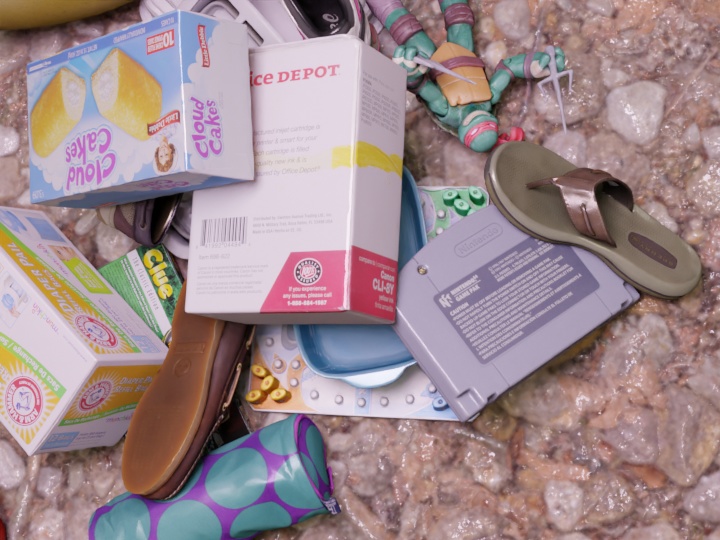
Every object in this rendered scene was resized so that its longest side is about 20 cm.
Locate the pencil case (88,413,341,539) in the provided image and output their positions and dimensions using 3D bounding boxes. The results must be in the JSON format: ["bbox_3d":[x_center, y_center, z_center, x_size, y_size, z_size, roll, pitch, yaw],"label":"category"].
[{"bbox_3d":[-0.117,0.194,0.994,0.199,0.093,0.085,-24,36,5],"label":"pencil case"}]

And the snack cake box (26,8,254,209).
[{"bbox_3d":[-0.170,-0.114,0.927,0.199,0.067,0.116,-7,83,43],"label":"snack cake box"}]

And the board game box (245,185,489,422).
[{"bbox_3d":[0.006,0.022,1.042,0.199,0.026,0.201,1,78,11],"label":"board game box"}]

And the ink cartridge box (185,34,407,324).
[{"bbox_3d":[-0.047,-0.063,0.930,0.144,0.083,0.201,-1,81,30],"label":"ink cartridge box"}]

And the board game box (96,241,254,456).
[{"bbox_3d":[-0.176,0.080,1.062,0.104,0.023,0.201,-27,75,4],"label":"board game box"}]

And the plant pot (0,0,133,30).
[{"bbox_3d":[-0.261,-0.304,1.090,0.141,0.200,0.201,8,78,-6],"label":"plant pot"}]

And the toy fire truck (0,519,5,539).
[{"bbox_3d":[-0.410,0.212,1.041,0.200,0.112,0.168,-43,50,-2],"label":"toy fire truck"}]

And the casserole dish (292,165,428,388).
[{"bbox_3d":[0.000,0.000,1.015,0.120,0.039,0.201,-11,76,7],"label":"casserole dish"}]

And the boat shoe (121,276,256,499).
[{"bbox_3d":[-0.127,0.093,0.988,0.070,0.070,0.201,5,66,37],"label":"boat shoe"}]

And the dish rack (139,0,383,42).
[{"bbox_3d":[-0.093,-0.245,1.111,0.172,0.044,0.200,-45,75,-3],"label":"dish rack"}]

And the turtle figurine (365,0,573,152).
[{"bbox_3d":[0.082,-0.170,1.032,0.149,0.101,0.201,-8,58,-29],"label":"turtle figurine"}]

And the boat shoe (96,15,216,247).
[{"bbox_3d":[-0.148,-0.110,1.006,0.065,0.072,0.201,35,108,13],"label":"boat shoe"}]

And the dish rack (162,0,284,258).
[{"bbox_3d":[-0.129,-0.129,1.064,0.200,0.043,0.172,-45,76,17],"label":"dish rack"}]

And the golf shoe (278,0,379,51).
[{"bbox_3d":[-0.047,-0.257,1.038,0.072,0.092,0.201,-32,74,2],"label":"golf shoe"}]

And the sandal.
[{"bbox_3d":[0.192,-0.050,0.981,0.200,0.057,0.080,27,58,-5],"label":"sandal"}]

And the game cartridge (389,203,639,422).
[{"bbox_3d":[0.115,0.017,0.975,0.199,0.042,0.133,-30,72,-28],"label":"game cartridge"}]

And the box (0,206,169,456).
[{"bbox_3d":[-0.269,0.046,1.019,0.200,0.112,0.102,43,106,21],"label":"box"}]
